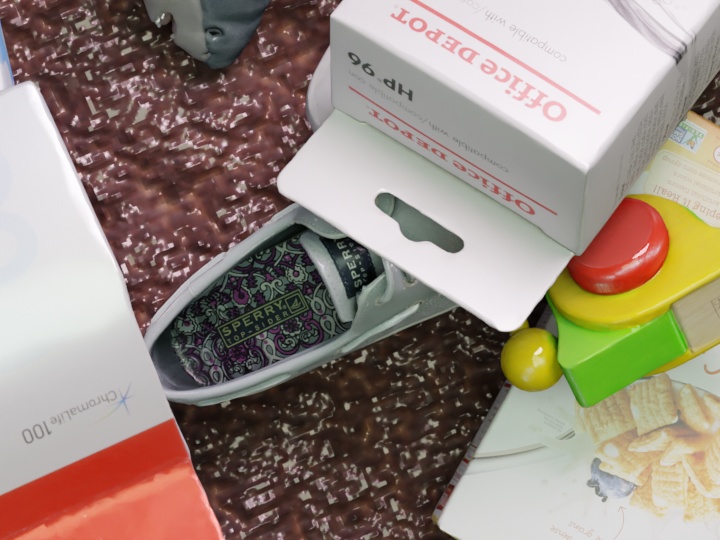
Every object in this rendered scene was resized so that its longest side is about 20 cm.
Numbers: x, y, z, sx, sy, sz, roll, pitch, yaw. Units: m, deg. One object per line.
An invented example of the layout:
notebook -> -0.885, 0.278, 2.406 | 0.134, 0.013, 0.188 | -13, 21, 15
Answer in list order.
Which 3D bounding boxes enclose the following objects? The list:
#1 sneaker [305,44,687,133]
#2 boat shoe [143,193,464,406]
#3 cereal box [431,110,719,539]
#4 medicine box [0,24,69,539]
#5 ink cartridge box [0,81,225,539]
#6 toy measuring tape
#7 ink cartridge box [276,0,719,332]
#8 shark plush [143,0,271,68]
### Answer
sneaker -> 0.075, -0.091, 1.095 | 0.199, 0.075, 0.100 | -24, 57, -4
boat shoe -> -0.001, -0.001, 1.071 | 0.200, 0.071, 0.070 | -30, 91, 20
cereal box -> 0.138, 0.052, 1.133 | 0.143, 0.040, 0.201 | 29, 88, -3
medicine box -> -0.166, 0.017, 1.017 | 0.102, 0.182, 0.201 | -9, 78, -5
ink cartridge box -> -0.139, 0.060, 0.890 | 0.159, 0.047, 0.201 | -24, 77, -9
toy measuring tape -> 0.140, -0.014, 1.078 | 0.199, 0.074, 0.074 | -30, 93, 0
ink cartridge box -> 0.067, -0.090, 1.024 | 0.116, 0.068, 0.200 | 31, 67, 16
shark plush -> -0.022, -0.167, 1.076 | 0.083, 0.091, 0.200 | 42, 111, -11
